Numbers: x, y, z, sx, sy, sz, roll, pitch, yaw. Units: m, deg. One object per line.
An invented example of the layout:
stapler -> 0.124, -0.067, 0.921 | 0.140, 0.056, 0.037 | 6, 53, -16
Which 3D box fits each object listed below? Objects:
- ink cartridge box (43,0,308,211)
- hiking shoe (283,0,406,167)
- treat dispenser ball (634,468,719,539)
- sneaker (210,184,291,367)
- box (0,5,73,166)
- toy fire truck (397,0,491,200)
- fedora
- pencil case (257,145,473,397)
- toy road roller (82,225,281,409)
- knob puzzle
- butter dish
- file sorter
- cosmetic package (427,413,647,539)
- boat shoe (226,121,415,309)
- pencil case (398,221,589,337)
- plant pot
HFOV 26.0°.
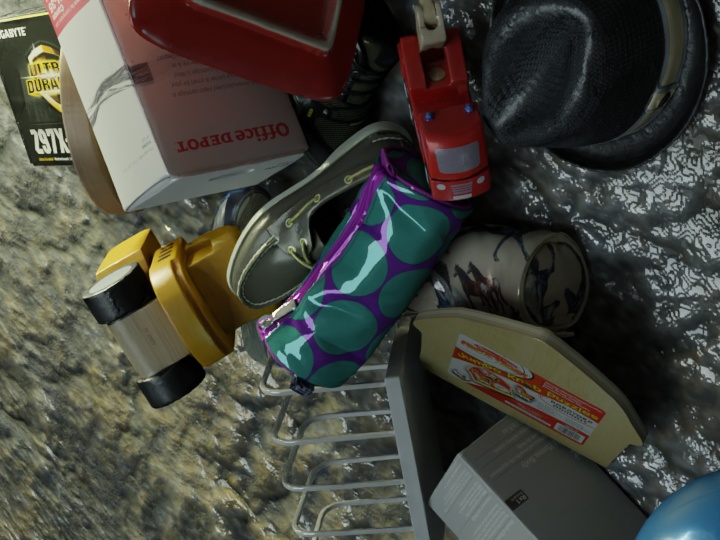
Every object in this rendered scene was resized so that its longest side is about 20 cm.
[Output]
ink cartridge box -> -0.149, -0.160, 1.244 | 0.083, 0.146, 0.201 | -29, 79, 48
hiking shoe -> -0.010, -0.164, 1.251 | 0.100, 0.076, 0.201 | 22, 127, 43
treat dispenser ball -> 0.280, 0.234, 1.079 | 0.200, 0.200, 0.202 | 27, 131, 35
sneaker -> -0.072, 0.009, 1.432 | 0.085, 0.077, 0.201 | 22, 138, 44
box -> -0.289, -0.188, 1.573 | 0.199, 0.049, 0.160 | 4, 117, 47
toy fire truck -> 0.052, -0.166, 1.140 | 0.141, 0.048, 0.201 | 77, -179, -51
fedora -> 0.141, -0.147, 1.079 | 0.200, 0.091, 0.202 | 27, 131, 36
pencil case -> 0.000, 0.000, 1.214 | 0.200, 0.092, 0.085 | -54, 35, 22
toy road roller -> -0.149, 0.022, 1.393 | 0.123, 0.146, 0.200 | 60, -175, -14
knob puzzle -> 0.134, 0.074, 1.193 | 0.219, 0.031, 0.220 | 28, 162, 10
butter dish -> -0.100, -0.240, 1.166 | 0.147, 0.199, 0.201 | 5, 83, 52
file sorter -> -0.001, 0.155, 1.357 | 0.124, 0.139, 0.201 | -7, 113, 11
cosmetic package -> 0.164, 0.219, 1.275 | 0.200, 0.107, 0.090 | 43, 139, 18
boat shoe -> -0.032, -0.036, 1.271 | 0.202, 0.072, 0.060 | -43, 33, 16
pencil case -> 0.087, 0.006, 1.246 | 0.199, 0.078, 0.090 | 7, 108, 46
plant pot -> -0.190, -0.154, 1.405 | 0.092, 0.201, 0.202 | -5, 114, 12
